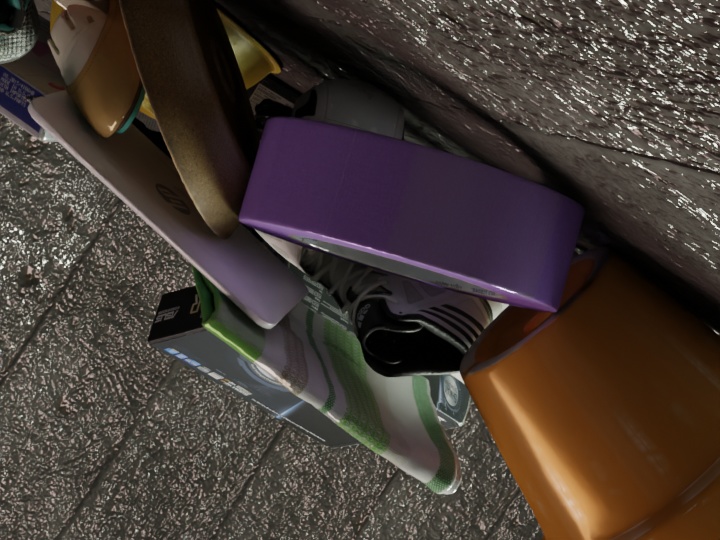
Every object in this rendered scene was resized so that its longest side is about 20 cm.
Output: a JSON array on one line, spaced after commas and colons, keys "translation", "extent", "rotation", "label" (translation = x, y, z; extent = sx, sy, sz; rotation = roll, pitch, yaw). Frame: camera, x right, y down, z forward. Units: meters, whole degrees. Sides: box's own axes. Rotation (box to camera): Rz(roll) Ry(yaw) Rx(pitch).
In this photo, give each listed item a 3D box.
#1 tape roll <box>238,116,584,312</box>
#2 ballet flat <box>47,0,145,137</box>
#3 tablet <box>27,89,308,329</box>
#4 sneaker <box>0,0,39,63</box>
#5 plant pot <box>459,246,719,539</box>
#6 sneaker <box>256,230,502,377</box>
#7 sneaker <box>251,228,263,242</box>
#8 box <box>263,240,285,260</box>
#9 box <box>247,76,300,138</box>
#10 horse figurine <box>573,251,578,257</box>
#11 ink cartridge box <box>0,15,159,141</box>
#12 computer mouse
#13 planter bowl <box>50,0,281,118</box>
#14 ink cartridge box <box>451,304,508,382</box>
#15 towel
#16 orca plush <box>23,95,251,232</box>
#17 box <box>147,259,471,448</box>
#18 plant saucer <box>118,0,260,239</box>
[{"translation": [0.030, -0.032, 1.151], "extent": [0.199, 0.066, 0.200], "rotation": [17, 177, 1], "label": "tape roll"}, {"translation": [-0.168, -0.151, 1.209], "extent": [0.063, 0.069, 0.200], "rotation": [26, -153, -21], "label": "ballet flat"}, {"translation": [-0.117, -0.043, 1.211], "extent": [0.200, 0.014, 0.130], "rotation": [42, -167, 1], "label": "tablet"}, {"translation": [-0.232, -0.161, 1.152], "extent": [0.091, 0.078, 0.200], "rotation": [38, 177, 19], "label": "sneaker"}, {"translation": [0.167, 0.093, 1.223], "extent": [0.183, 0.200, 0.200], "rotation": [50, 174, -8], "label": "plant pot"}, {"translation": [0.000, 0.000, 1.278], "extent": [0.200, 0.076, 0.115], "rotation": [31, -158, 1], "label": "sneaker"}, {"translation": [-0.126, -0.057, 1.546], "extent": [0.070, 0.078, 0.200], "rotation": [16, -164, -23], "label": "sneaker"}, {"translation": [-0.022, 0.004, 1.580], "extent": [0.157, 0.051, 0.200], "rotation": [32, -170, -32], "label": "box"}, {"translation": [-0.114, -0.143, 1.560], "extent": [0.199, 0.051, 0.158], "rotation": [32, 176, 16], "label": "box"}, {"translation": [0.134, 0.008, 1.335], "extent": [0.200, 0.050, 0.133], "rotation": [39, -179, 13], "label": "horse figurine"}, {"translation": [-0.232, -0.154, 1.511], "extent": [0.196, 0.044, 0.199], "rotation": [32, -159, 33], "label": "ink cartridge box"}, {"translation": [-0.007, -0.095, 1.241], "extent": [0.109, 0.044, 0.200], "rotation": [18, 177, -9], "label": "computer mouse"}, {"translation": [-0.161, -0.167, 1.389], "extent": [0.200, 0.084, 0.200], "rotation": [33, 177, 2], "label": "planter bowl"}, {"translation": [0.057, 0.003, 1.448], "extent": [0.200, 0.083, 0.147], "rotation": [35, -167, -24], "label": "ink cartridge box"}, {"translation": [-0.023, 0.055, 1.236], "extent": [0.200, 0.031, 0.149], "rotation": [37, -170, -21], "label": "towel"}, {"translation": [-0.137, -0.079, 1.332], "extent": [0.200, 0.071, 0.105], "rotation": [38, 171, 34], "label": "orca plush"}, {"translation": [-0.037, 0.068, 1.465], "extent": [0.200, 0.044, 0.160], "rotation": [33, 150, -33], "label": "box"}, {"translation": [-0.100, -0.120, 1.189], "extent": [0.200, 0.035, 0.201], "rotation": [-19, -90, -84], "label": "plant saucer"}]
